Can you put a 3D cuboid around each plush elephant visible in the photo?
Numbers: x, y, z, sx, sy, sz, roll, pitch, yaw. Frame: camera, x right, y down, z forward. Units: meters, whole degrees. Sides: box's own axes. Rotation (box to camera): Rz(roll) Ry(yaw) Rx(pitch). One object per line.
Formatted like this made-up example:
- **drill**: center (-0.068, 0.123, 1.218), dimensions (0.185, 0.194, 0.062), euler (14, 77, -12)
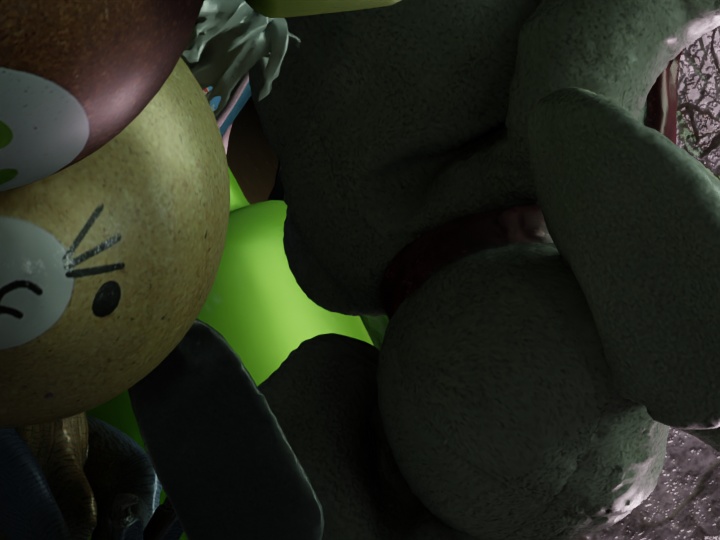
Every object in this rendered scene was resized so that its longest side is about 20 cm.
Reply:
- **plush elephant**: center (0.044, -0.005, 0.659), dimensions (0.199, 0.165, 0.155), euler (-6, 70, -44)

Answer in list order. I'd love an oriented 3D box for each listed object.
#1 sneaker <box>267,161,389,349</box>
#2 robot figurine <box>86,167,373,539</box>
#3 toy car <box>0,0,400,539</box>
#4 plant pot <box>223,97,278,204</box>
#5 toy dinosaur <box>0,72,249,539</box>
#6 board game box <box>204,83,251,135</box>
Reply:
- **sneaker**: center (0.000, 0.000, 0.932), dimensions (0.079, 0.078, 0.201), euler (-65, 174, -60)
- **robot figurine**: center (-0.042, 0.059, 0.844), dimensions (0.175, 0.115, 0.201), euler (-22, 84, -51)
- **toy car**: center (-0.072, -0.015, 0.549), dimensions (0.158, 0.163, 0.201), euler (-104, -172, -64)
- **plant pot**: center (-0.024, -0.135, 1.031), dimensions (0.200, 0.187, 0.187), euler (51, -10, 31)
- **toy dinosaur**: center (-0.105, 0.022, 0.684), dimensions (0.181, 0.200, 0.105), euler (38, 9, 31)
- **board game box**: center (-0.109, -0.120, 0.795), dimensions (0.151, 0.037, 0.200), euler (33, -12, 16)
